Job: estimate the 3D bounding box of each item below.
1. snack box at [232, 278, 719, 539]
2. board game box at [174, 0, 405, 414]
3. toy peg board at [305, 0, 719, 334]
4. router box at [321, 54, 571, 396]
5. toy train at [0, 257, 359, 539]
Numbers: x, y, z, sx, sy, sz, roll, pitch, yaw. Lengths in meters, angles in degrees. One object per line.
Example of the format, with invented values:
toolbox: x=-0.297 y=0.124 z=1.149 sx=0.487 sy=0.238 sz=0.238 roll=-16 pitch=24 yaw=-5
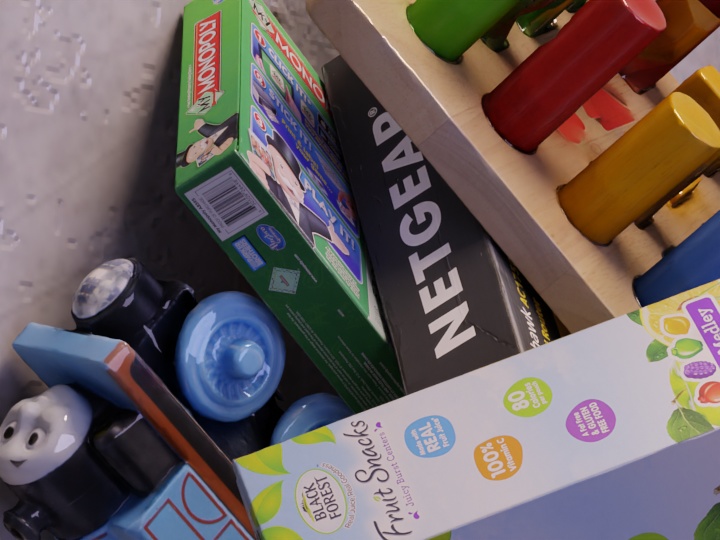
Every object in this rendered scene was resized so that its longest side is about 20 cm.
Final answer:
snack box: x=0.076 y=0.102 z=0.956 sx=0.200 sy=0.068 sz=0.169 roll=-20 pitch=134 yaw=-2
board game box: x=0.000 y=0.000 z=1.059 sx=0.200 sy=0.029 sz=0.135 roll=52 pitch=17 yaw=-27
toy peg board: x=0.112 y=-0.067 z=1.055 sx=0.199 sy=0.098 sz=0.200 roll=51 pitch=28 yaw=6
router box: x=0.061 y=0.017 z=1.064 sx=0.149 sy=0.051 sz=0.200 roll=42 pitch=24 yaw=-43
toy train: x=-0.052 y=0.089 z=1.029 sx=0.114 sy=0.087 sz=0.200 roll=-52 pitch=121 yaw=-22
